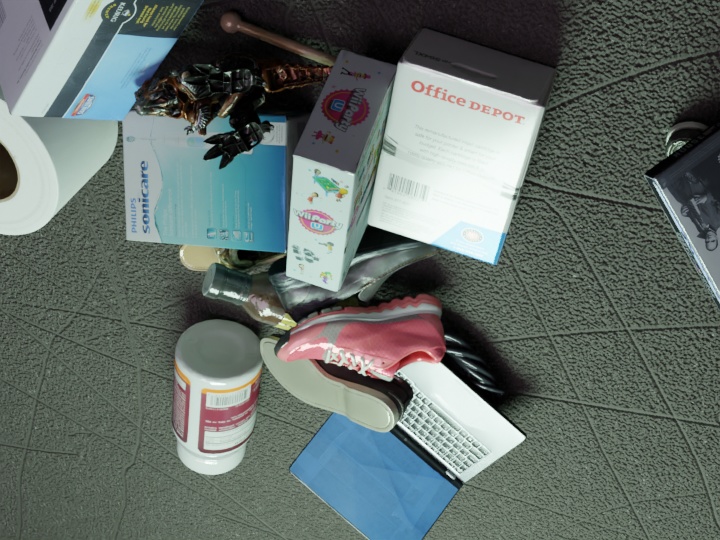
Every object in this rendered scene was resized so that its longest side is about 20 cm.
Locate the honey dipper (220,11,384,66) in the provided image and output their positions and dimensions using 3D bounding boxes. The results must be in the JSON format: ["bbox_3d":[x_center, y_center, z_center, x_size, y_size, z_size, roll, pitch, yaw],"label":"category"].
[{"bbox_3d":[-0.053,-0.227,1.102,0.200,0.038,0.038,24,132,10],"label":"honey dipper"}]

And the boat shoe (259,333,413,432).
[{"bbox_3d":[-0.028,0.122,1.258,0.200,0.063,0.073,25,131,26],"label":"boat shoe"}]

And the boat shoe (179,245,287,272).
[{"bbox_3d":[-0.146,-0.033,1.269,0.200,0.065,0.071,-17,118,33],"label":"boat shoe"}]

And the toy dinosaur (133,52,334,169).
[{"bbox_3d":[-0.130,-0.186,1.071,0.200,0.136,0.102,-29,116,12],"label":"toy dinosaur"}]

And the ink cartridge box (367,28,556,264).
[{"bbox_3d":[0.100,-0.123,1.079,0.146,0.084,0.200,19,130,8],"label":"ink cartridge box"}]

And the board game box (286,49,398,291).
[{"bbox_3d":[-0.019,-0.096,1.077,0.064,0.148,0.200,18,146,5],"label":"board game box"}]

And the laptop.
[{"bbox_3d":[0.056,0.217,1.280,0.187,0.116,0.200,41,129,-4],"label":"laptop"}]

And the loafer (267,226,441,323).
[{"bbox_3d":[0.000,0.000,1.202,0.200,0.073,0.072,-15,110,9],"label":"loafer"}]

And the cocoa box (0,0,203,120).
[{"bbox_3d":[-0.272,-0.261,1.071,0.200,0.131,0.134,-43,62,41],"label":"cocoa box"}]

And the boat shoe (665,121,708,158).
[{"bbox_3d":[0.347,-0.049,1.041,0.072,0.061,0.201,-11,120,42],"label":"boat shoe"}]

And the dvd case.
[{"bbox_3d":[0.372,-0.052,1.000,0.150,0.025,0.200,-36,112,-1],"label":"dvd case"}]

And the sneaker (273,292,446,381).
[{"bbox_3d":[0.005,0.085,1.200,0.200,0.087,0.074,-11,159,-11],"label":"sneaker"}]

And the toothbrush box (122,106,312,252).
[{"bbox_3d":[-0.155,-0.103,1.172,0.200,0.085,0.147,4,102,19],"label":"toothbrush box"}]

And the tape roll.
[{"bbox_3d":[-0.402,-0.160,1.233,0.202,0.139,0.203,13,130,15],"label":"tape roll"}]

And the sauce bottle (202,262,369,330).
[{"bbox_3d":[-0.086,0.037,1.255,0.200,0.065,0.065,19,136,-23],"label":"sauce bottle"}]

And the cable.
[{"bbox_3d":[0.081,0.124,1.313,0.200,0.051,0.163,6,123,23],"label":"cable"}]

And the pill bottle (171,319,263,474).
[{"bbox_3d":[-0.192,0.172,1.419,0.114,0.114,0.200,19,132,9],"label":"pill bottle"}]
